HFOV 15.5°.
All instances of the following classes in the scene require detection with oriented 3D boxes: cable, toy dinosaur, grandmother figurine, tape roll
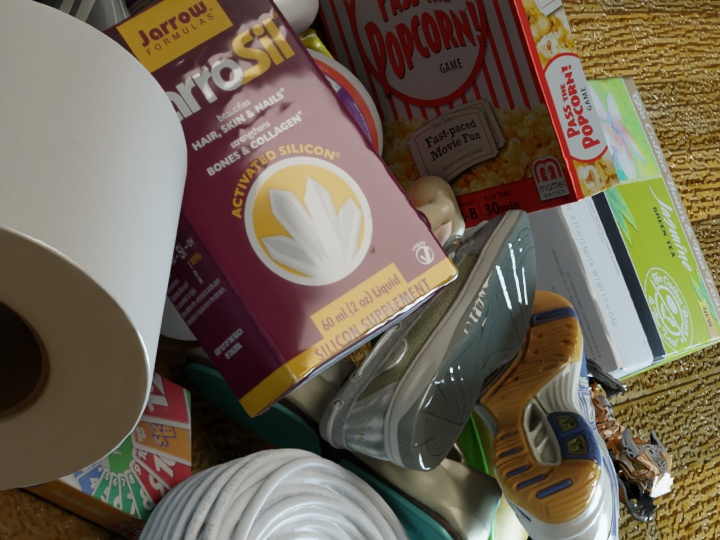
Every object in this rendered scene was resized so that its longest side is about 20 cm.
[{"bbox_3d":[-0.042,0.197,1.405,0.200,0.069,0.200,22,61,-46],"label":"cable"},{"bbox_3d":[0.115,0.111,1.656,0.102,0.136,0.200,11,16,-23],"label":"toy dinosaur"},{"bbox_3d":[0.000,0.000,1.489,0.061,0.121,0.200,37,18,6],"label":"grandmother figurine"},{"bbox_3d":[-0.186,-0.012,1.218,0.203,0.203,0.139,43,38,-35],"label":"tape roll"}]

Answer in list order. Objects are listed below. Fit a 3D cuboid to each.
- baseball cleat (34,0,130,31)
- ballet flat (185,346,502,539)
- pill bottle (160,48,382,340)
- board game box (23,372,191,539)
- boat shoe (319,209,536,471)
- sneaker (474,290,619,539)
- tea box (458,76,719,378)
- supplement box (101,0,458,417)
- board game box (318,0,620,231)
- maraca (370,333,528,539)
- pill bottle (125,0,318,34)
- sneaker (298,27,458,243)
[{"bbox_3d":[-0.170,-0.127,1.457,0.106,0.070,0.200,-15,53,-23],"label":"baseball cleat"},{"bbox_3d":[-0.005,0.089,1.495,0.200,0.069,0.069,35,29,9],"label":"ballet flat"},{"bbox_3d":[-0.068,-0.042,1.518,0.111,0.111,0.200,58,31,-14],"label":"pill bottle"},{"bbox_3d":[-0.160,0.072,1.378,0.200,0.030,0.096,30,46,-42],"label":"board game box"},{"bbox_3d":[0.045,0.033,1.483,0.202,0.065,0.074,-58,147,-42],"label":"boat shoe"},{"bbox_3d":[0.104,0.096,1.516,0.200,0.075,0.088,-93,163,-52],"label":"sneaker"},{"bbox_3d":[0.127,-0.014,1.791,0.197,0.134,0.200,-13,81,-61],"label":"tea box"},{"bbox_3d":[-0.058,-0.042,1.344,0.110,0.086,0.200,-33,87,-24],"label":"supplement box"},{"bbox_3d":[0.056,-0.126,1.573,0.046,0.151,0.200,-22,96,-45],"label":"board game box"},{"bbox_3d":[0.040,0.110,1.580,0.107,0.137,0.200,-5,67,-24],"label":"maraca"},{"bbox_3d":[-0.108,-0.222,1.579,0.112,0.112,0.200,-15,82,-60],"label":"pill bottle"},{"bbox_3d":[-0.003,-0.066,1.662,0.200,0.077,0.073,47,63,-22],"label":"sneaker"}]
